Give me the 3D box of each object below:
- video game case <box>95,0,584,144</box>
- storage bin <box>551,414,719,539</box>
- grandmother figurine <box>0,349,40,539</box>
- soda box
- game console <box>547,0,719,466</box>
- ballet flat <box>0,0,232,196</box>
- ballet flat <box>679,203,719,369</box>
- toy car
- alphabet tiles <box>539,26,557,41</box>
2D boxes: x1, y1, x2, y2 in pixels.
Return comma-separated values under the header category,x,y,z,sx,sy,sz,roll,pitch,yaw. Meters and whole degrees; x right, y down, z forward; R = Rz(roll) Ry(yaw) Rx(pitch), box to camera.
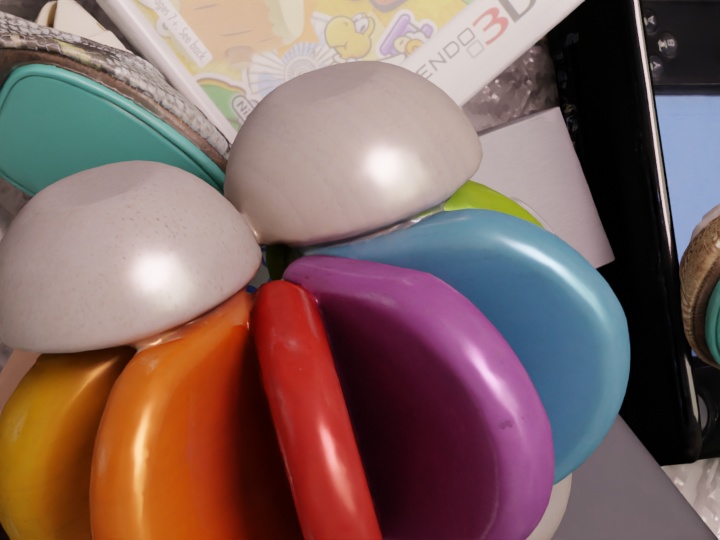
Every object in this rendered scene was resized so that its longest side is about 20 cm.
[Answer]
category,x,y,z,sx,sy,sz,roll,pitch,yaw
video game case,-0.015,-0.142,0.877,0.182,0.023,0.200,-41,105,-10
storage bin,0.040,0.116,0.921,0.200,0.146,0.134,-35,91,-37
grandmother figurine,-0.115,0.080,0.825,0.121,0.061,0.200,31,79,-2
soda box,0.000,0.000,0.954,0.200,0.063,0.068,-21,93,-38
game console,0.147,-0.024,1.035,0.176,0.116,0.200,-3,84,-37
ballet flat,-0.125,-0.071,0.852,0.200,0.072,0.072,19,68,-15
ballet flat,0.155,0.008,0.961,0.065,0.070,0.200,61,8,31
toy car,-0.005,0.042,0.764,0.200,0.150,0.175,-25,111,-24
alphabet tiles,0.097,-0.179,1.105,0.200,0.006,0.167,0,81,-38
